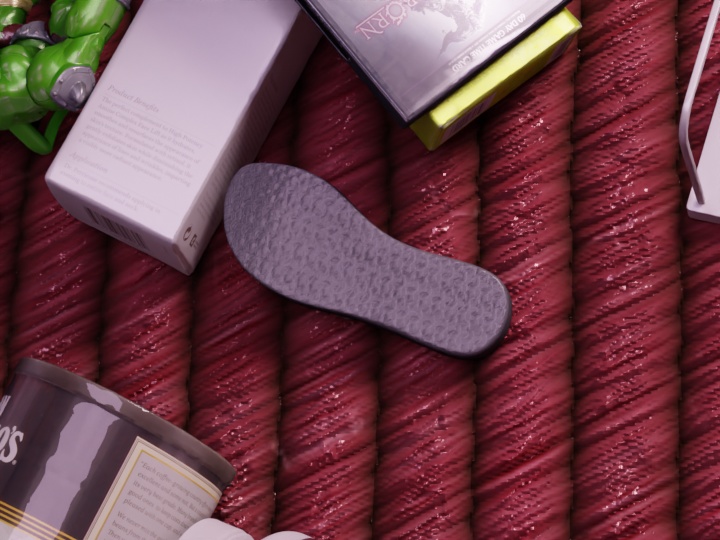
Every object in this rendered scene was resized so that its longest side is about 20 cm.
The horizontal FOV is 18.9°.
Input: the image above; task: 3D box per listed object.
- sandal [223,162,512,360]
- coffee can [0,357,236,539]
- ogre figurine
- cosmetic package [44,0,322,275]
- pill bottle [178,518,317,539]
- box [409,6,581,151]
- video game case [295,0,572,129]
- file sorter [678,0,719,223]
[{"bbox_3d":[0.000,0.001,1.340,0.199,0.043,0.076,29,87,15],"label":"sandal"},{"bbox_3d":[-0.181,0.173,1.262,0.146,0.146,0.201,21,76,23],"label":"coffee can"},{"bbox_3d":[-0.219,-0.148,1.416,0.198,0.098,0.121,-1,62,20],"label":"ogre figurine"},{"bbox_3d":[-0.108,-0.112,1.387,0.101,0.074,0.201,27,77,13],"label":"cosmetic package"},{"bbox_3d":[-0.018,0.217,1.216,0.199,0.113,0.114,21,77,22],"label":"pill bottle"},{"bbox_3d":[0.028,-0.189,1.348,0.122,0.048,0.200,-36,81,-18],"label":"box"},{"bbox_3d":[0.017,-0.203,1.317,0.143,0.019,0.200,-38,82,-18],"label":"video game case"},{"bbox_3d":[0.293,-0.097,1.238,0.199,0.125,0.140,13,73,21],"label":"file sorter"}]
